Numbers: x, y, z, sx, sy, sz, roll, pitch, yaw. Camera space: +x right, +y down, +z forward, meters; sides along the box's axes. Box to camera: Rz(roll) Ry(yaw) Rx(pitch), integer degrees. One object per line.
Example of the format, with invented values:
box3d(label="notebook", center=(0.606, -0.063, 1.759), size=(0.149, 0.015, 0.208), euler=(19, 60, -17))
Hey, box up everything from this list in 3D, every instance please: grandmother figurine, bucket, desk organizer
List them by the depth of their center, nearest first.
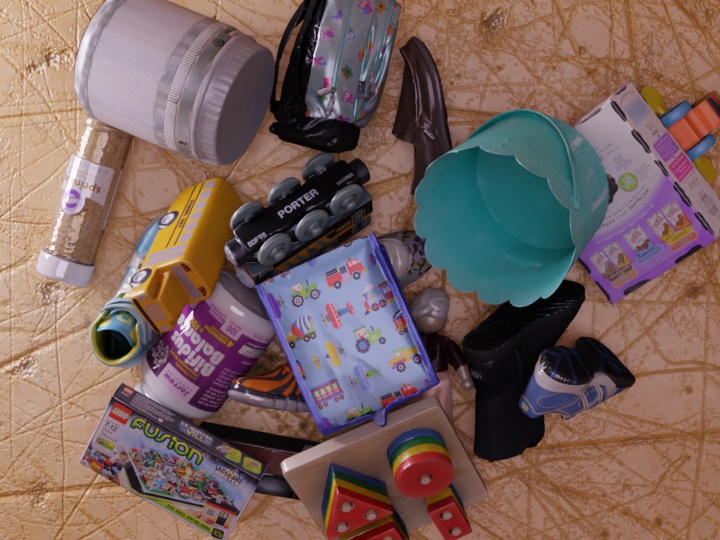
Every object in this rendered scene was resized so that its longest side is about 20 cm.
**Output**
box3d(label="bucket", center=(0.176, -0.075, 1.549), size=(0.206, 0.135, 0.209), euler=(18, 126, 26))
box3d(label="grandmother figurine", center=(0.082, 0.122, 1.663), size=(0.120, 0.061, 0.202), euler=(2, 91, 13))
box3d(label="desk organizer", center=(-0.109, 0.246, 1.670), size=(0.198, 0.072, 0.078), euler=(10, 96, 1))

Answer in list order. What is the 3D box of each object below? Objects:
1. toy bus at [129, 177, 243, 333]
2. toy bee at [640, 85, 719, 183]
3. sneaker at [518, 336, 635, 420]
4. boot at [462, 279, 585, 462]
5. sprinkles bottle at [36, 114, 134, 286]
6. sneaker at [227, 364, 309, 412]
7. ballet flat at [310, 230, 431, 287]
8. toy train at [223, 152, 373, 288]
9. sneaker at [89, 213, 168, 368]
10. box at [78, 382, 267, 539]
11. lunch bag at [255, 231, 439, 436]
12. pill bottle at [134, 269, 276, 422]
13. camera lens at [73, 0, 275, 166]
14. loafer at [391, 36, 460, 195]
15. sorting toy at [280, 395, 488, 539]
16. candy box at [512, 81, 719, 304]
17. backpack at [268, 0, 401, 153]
box3d(label="toy bus", center=(-0.201, -0.019, 1.593), size=(0.078, 0.201, 0.065), euler=(-16, 125, 25))
box3d(label="toy bee", center=(0.401, -0.168, 1.622), size=(0.199, 0.109, 0.132), euler=(-12, 102, 27))
box3d(label="sneaker", center=(0.253, 0.130, 1.607), size=(0.076, 0.199, 0.077), euler=(50, 119, 31))
box3d(label="boot", center=(0.201, 0.121, 1.646), size=(0.200, 0.076, 0.169), euler=(-33, 127, -35))
box3d(label="sprinkles bottle", center=(-0.334, -0.085, 1.658), size=(0.068, 0.068, 0.202), euler=(18, 94, 1))
box3d(label="sneaker", center=(-0.066, 0.114, 1.642), size=(0.199, 0.077, 0.113), euler=(7, 85, -32))
box3d(label="ballet flat", center=(0.000, 0.000, 1.651), size=(0.199, 0.072, 0.073), euler=(-15, 93, 3))
box3d(label="toy train", center=(-0.070, -0.055, 1.606), size=(0.199, 0.114, 0.085), euler=(-35, 63, -15))
box3d(label="sneaker", center=(-0.261, 0.029, 1.631), size=(0.079, 0.131, 0.201), euler=(19, 93, 1))
box3d(label="box", center=(-0.222, 0.228, 1.609), size=(0.199, 0.035, 0.110), euler=(29, 116, -1))
box3d(label="lunch bag", center=(-0.009, 0.083, 1.555), size=(0.150, 0.094, 0.201), euler=(-24, 78, 5))
box3d(label="pill bottle", center=(-0.193, 0.106, 1.638), size=(0.112, 0.112, 0.200), euler=(38, 102, -1))
box3d(label="camera lens", center=(-0.219, -0.225, 1.583), size=(0.199, 0.160, 0.161), euler=(23, 94, 14))
box3d(label="loafer", center=(0.070, -0.179, 1.634), size=(0.070, 0.073, 0.202), euler=(-11, 93, 3))
box3d(label="sorting toy", center=(0.038, 0.267, 1.606), size=(0.199, 0.070, 0.199), euler=(-24, 133, 6))
box3d(label="candy box", center=(0.305, -0.089, 1.593), size=(0.200, 0.071, 0.168), euler=(52, 131, -1))
box3d(label="backpack", center=(-0.029, -0.242, 1.605), size=(0.126, 0.167, 0.202), euler=(14, 91, -16))
